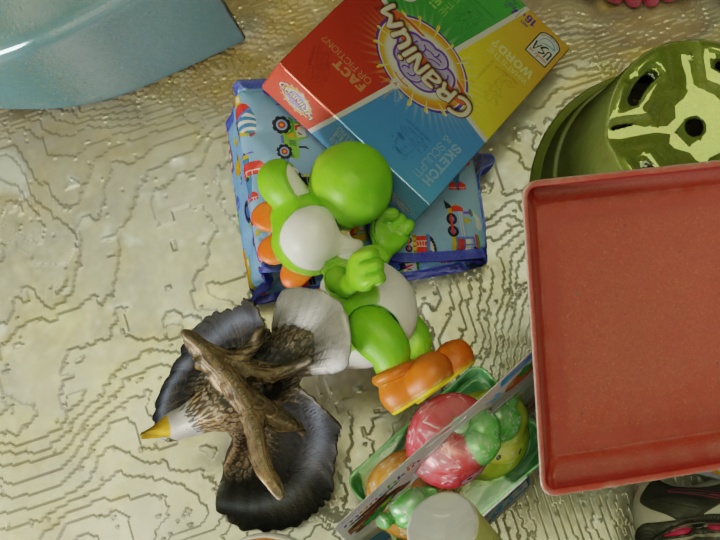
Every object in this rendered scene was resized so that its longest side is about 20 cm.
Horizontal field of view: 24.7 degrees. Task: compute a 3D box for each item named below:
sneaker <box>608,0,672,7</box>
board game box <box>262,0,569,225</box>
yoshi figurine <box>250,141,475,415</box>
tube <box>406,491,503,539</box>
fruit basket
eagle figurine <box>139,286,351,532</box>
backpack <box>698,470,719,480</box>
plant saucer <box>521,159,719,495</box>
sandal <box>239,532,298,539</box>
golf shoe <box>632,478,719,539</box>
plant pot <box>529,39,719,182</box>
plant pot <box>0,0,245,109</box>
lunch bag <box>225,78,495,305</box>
[{"bbox_3d":[0.178,-0.269,1.296,0.198,0.079,0.096,10,67,3],"label":"sneaker"},{"bbox_3d":[0.045,-0.153,1.237,0.153,0.040,0.200,42,59,-1],"label":"board game box"},{"bbox_3d":[0.010,-0.009,1.147,0.112,0.112,0.201,-31,82,-29],"label":"yoshi figurine"},{"bbox_3d":[0.089,0.217,1.138,0.058,0.200,0.052,-10,55,17],"label":"tube"},{"bbox_3d":[0.065,0.135,1.145,0.185,0.200,0.094,-41,80,-7],"label":"fruit basket"},{"bbox_3d":[-0.086,0.095,1.163,0.149,0.200,0.153,10,74,3],"label":"eagle figurine"},{"bbox_3d":[0.289,0.092,1.173,0.198,0.167,0.128,12,84,11],"label":"backpack"},{"bbox_3d":[0.197,0.031,1.063,0.198,0.037,0.202,-7,99,-14],"label":"plant saucer"},{"bbox_3d":[-0.026,0.275,1.190,0.079,0.059,0.207,-39,80,-6],"label":"sandal"},{"bbox_3d":[0.293,0.185,1.188,0.198,0.078,0.089,6,42,-15],"label":"golf shoe"},{"bbox_3d":[0.226,-0.079,1.189,0.198,0.190,0.202,-1,78,3],"label":"plant pot"},{"bbox_3d":[-0.231,-0.230,1.242,0.199,0.196,0.197,-31,79,1],"label":"plant pot"},{"bbox_3d":[0.006,-0.067,1.257,0.198,0.094,0.152,-6,74,-12],"label":"lunch bag"}]
